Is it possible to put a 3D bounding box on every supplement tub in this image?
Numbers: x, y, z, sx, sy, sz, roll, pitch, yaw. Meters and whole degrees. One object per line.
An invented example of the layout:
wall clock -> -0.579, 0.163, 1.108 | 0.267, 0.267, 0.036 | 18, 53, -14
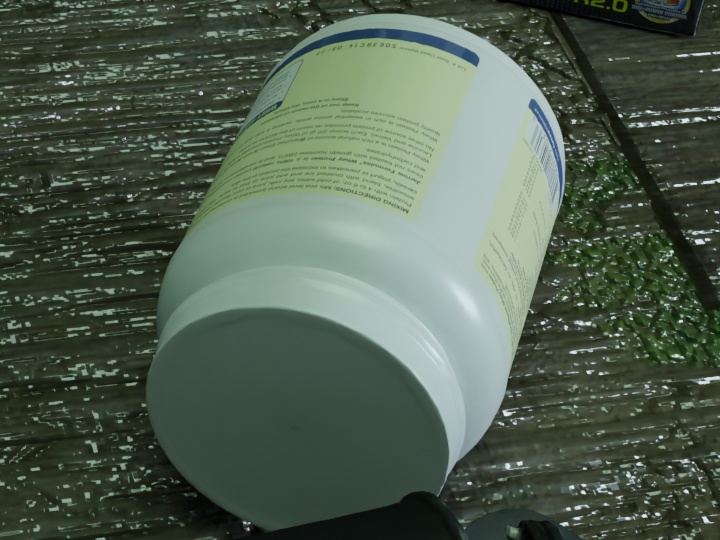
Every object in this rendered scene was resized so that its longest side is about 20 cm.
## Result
supplement tub -> 0.000, 0.000, 0.856 | 0.145, 0.145, 0.200 | 14, 41, 7

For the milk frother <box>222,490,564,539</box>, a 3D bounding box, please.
milk frother -> -0.039, 0.140, 0.649 | 0.188, 0.200, 0.181 | -9, 47, -18

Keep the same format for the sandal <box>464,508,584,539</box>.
sandal -> 0.122, 0.149, 0.781 | 0.200, 0.043, 0.076 | 25, 43, 19

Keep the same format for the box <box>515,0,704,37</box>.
box -> 0.134, -0.223, 1.214 | 0.160, 0.044, 0.200 | 13, 41, 6
